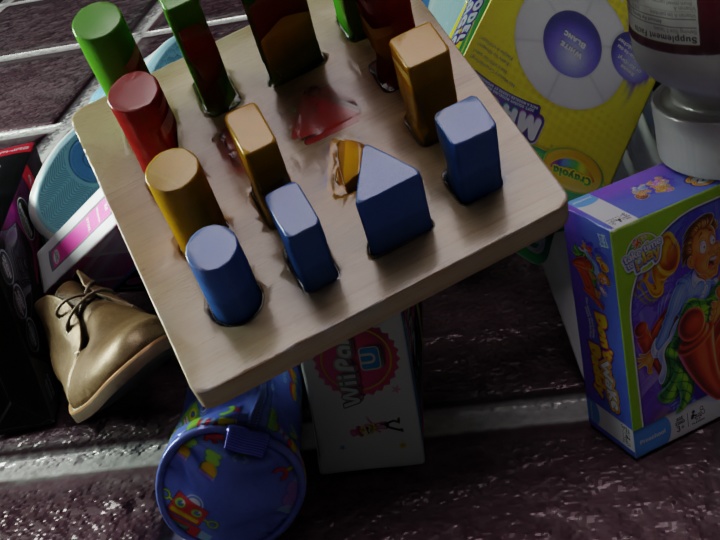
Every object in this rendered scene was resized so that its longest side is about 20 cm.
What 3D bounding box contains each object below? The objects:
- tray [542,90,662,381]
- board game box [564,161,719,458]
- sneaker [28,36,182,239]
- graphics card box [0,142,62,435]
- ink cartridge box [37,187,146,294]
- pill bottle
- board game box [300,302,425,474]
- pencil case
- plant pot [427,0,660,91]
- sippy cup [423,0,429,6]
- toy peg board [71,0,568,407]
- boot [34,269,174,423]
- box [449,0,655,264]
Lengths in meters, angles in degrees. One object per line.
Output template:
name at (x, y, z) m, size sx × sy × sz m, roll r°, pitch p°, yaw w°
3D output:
tray at (0.153, -0.039, 0.732) m, size 0.106 × 0.022 × 0.202 m, roll -16°, pitch 70°, yaw -5°
board game box at (0.209, -0.003, 0.657) m, size 0.198 × 0.136 × 0.045 m, roll -22°, pitch 28°, yaw -17°
sneaker at (-0.186, -0.083, 0.904) m, size 0.130 × 0.080 × 0.200 m, roll -17°, pitch 28°, yaw 52°
graphics card box at (-0.240, 0.006, 0.842) m, size 0.050 × 0.127 × 0.200 m, roll -12°, pitch 26°, yaw 1°
ink cartridge box at (-0.122, -0.036, 0.770) m, size 0.094 × 0.037 × 0.200 m, roll -1°, pitch -24°, yaw -38°
pill bottle at (0.180, -0.153, 0.585) m, size 0.108 × 0.202 × 0.110 m, roll -10°, pitch 26°, yaw 5°
board game box at (0.000, 0.000, 0.728) m, size 0.064 × 0.149 × 0.201 m, roll -6°, pitch 28°, yaw 7°
pencil case at (-0.067, 0.066, 0.700) m, size 0.077 × 0.088 × 0.201 m, roll 12°, pitch 27°, yaw -8°
plant pot at (0.131, -0.162, 0.870) m, size 0.194 × 0.198 × 0.200 m, roll 8°, pitch 20°, yaw -15°
sippy cup at (0.068, -0.258, 1.204) m, size 0.176 × 0.132 × 0.140 m, roll -12°, pitch 26°, yaw 1°
toy peg board at (-0.035, -0.076, 0.592) m, size 0.199 × 0.098 × 0.200 m, roll -27°, pitch 56°, yaw -5°
boot at (-0.157, 0.039, 0.717) m, size 0.073 × 0.076 × 0.200 m, roll -33°, pitch 8°, yaw -22°
box at (0.106, -0.115, 0.698) m, size 0.201 × 0.117 × 0.048 m, roll -64°, pitch 17°, yaw -14°
